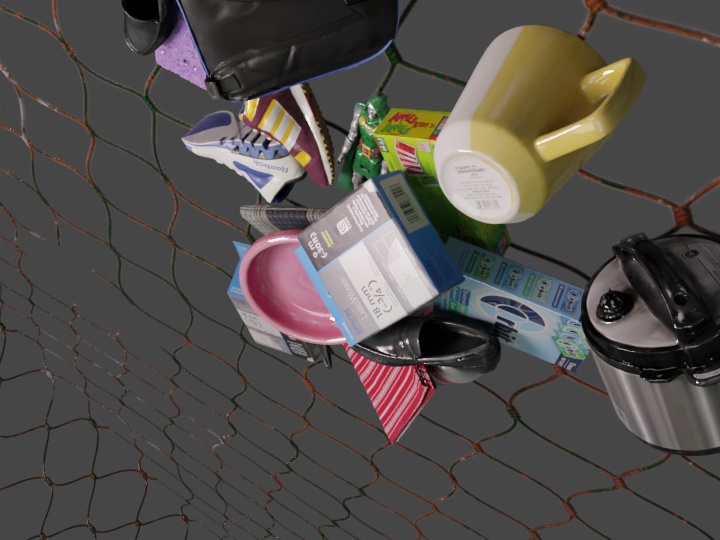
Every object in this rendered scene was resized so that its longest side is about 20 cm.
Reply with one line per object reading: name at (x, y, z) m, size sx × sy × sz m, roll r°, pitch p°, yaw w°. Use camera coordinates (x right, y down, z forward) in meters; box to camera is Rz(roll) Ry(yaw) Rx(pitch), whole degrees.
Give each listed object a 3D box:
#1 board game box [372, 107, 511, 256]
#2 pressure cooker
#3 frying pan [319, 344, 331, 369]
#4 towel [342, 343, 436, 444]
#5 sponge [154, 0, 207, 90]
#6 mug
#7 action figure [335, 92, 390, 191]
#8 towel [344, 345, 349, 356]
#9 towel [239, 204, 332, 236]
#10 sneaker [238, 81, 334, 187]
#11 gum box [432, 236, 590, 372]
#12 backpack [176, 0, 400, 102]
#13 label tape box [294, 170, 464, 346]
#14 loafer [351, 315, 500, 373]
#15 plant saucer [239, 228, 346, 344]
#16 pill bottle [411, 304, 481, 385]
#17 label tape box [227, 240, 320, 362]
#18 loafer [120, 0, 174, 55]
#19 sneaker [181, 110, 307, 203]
board game box at (0.098, -0.092, 0.963) m, size 0.101 × 0.048 × 0.201 m, roll 13°, pitch 146°, yaw 36°
pressure cooker at (0.314, 0.063, 0.826) m, size 0.175 × 0.179 × 0.201 m, roll 8°, pitch 139°, yaw 46°
frying pan at (-0.055, 0.063, 1.242) m, size 0.115 × 0.031 × 0.191 m, roll -5°, pitch 115°, yaw 60°
towel at (0.029, 0.121, 1.161) m, size 0.201 × 0.022 × 0.145 m, roll 62°, pitch 143°, yaw 31°
sponge at (-0.213, -0.317, 1.035) m, size 0.111 × 0.030 × 0.201 m, roll 29°, pitch 147°, yaw 14°
mug at (0.148, -0.134, 0.768) m, size 0.149 × 0.153 × 0.187 m, roll 34°, pitch 149°, yaw 9°
action figure at (0.013, -0.135, 1.014) m, size 0.118 × 0.055 × 0.201 m, roll 30°, pitch 145°, yaw 19°
towel at (-0.021, 0.093, 1.334) m, size 0.143 × 0.023 × 0.201 m, roll 33°, pitch 157°, yaw 52°
towel at (-0.045, -0.038, 1.183) m, size 0.192 × 0.035 × 0.200 m, roll 5°, pitch 154°, yaw 40°
sneaker at (-0.096, -0.183, 1.011) m, size 0.089 × 0.075 × 0.201 m, roll -18°, pitch 119°, yaw 8°
gum box at (0.187, 0.046, 1.008) m, size 0.199 × 0.045 × 0.170 m, roll 22°, pitch 160°, yaw 11°
backpack at (-0.070, -0.280, 0.794) m, size 0.198 × 0.148 × 0.184 m, roll -13°, pitch 138°, yaw 3°
label tape box at (0.000, 0.000, 0.960) m, size 0.200 × 0.063 × 0.145 m, roll -34°, pitch 84°, yaw 39°
loafer at (0.076, 0.085, 1.047) m, size 0.199 × 0.069 × 0.070 m, roll 6°, pitch 155°, yaw 21°
plant saucer at (-0.063, 0.016, 1.128) m, size 0.199 × 0.051 × 0.201 m, roll 10°, pitch 135°, yaw 10°
pill bottle at (0.088, 0.109, 1.194) m, size 0.113 × 0.113 × 0.199 m, roll 49°, pitch 148°, yaw -17°
label tape box at (-0.150, 0.054, 1.425) m, size 0.143 × 0.063 × 0.201 m, roll 13°, pitch 142°, yaw 35°
loafer at (-0.254, -0.317, 0.979) m, size 0.068 × 0.070 × 0.201 m, roll 41°, pitch 149°, yaw -4°
sneaker at (-0.148, -0.147, 1.139) m, size 0.198 × 0.081 × 0.116 m, roll 11°, pitch 138°, yaw 36°
